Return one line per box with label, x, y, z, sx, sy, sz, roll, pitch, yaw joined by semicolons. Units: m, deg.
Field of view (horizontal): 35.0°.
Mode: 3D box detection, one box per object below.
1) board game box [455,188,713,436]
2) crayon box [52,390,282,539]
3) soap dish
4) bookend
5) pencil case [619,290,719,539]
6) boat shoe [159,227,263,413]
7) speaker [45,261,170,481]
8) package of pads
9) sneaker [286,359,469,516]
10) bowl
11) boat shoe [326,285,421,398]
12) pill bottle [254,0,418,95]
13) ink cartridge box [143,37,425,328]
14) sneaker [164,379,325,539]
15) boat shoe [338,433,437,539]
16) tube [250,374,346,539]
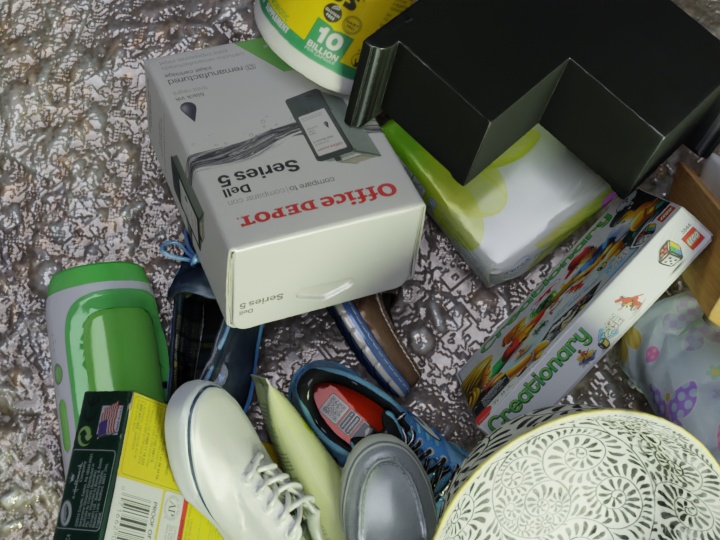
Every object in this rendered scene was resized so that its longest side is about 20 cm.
board game box;0.153;0.030;0.816;0.035;0.126;0.200;41;96;-9
crayon box;-0.122;0.172;0.802;0.050;0.200;0.128;-5;66;33
soap dish;0.294;0.006;0.795;0.156;0.200;0.082;31;109;-9
bookend;0.131;-0.118;0.783;0.200;0.092;0.198;43;63;13
pencil case;0.250;0.108;0.796;0.090;0.083;0.201;-27;44;11
boat shoe;-0.109;0.018;0.867;0.083;0.068;0.202;-10;76;33
speaker;-0.186;0.100;0.861;0.087;0.088;0.202;-10;79;1
package of pads;0.135;-0.100;0.893;0.199;0.068;0.155;-36;78;-4
sneaker;0.024;0.139;0.840;0.199;0.090;0.079;34;82;8
bowl;0.128;0.160;0.736;0.198;0.094;0.203;-4;111;-10
boat shoe;0.000;0.000;0.877;0.072;0.072;0.201;-29;78;-7
pill bottle;0.018;-0.231;0.785;0.113;0.113;0.200;43;122;10
ink cartridge box;-0.059;-0.073;0.826;0.144;0.084;0.201;-15;53;-19
sneaker;-0.065;0.157;0.781;0.070;0.201;0.073;-4;34;33
boat shoe;0.030;0.215;0.777;0.069;0.071;0.203;-7;95;-11
tube;-0.025;0.164;0.832;0.058;0.052;0.201;-27;94;35
